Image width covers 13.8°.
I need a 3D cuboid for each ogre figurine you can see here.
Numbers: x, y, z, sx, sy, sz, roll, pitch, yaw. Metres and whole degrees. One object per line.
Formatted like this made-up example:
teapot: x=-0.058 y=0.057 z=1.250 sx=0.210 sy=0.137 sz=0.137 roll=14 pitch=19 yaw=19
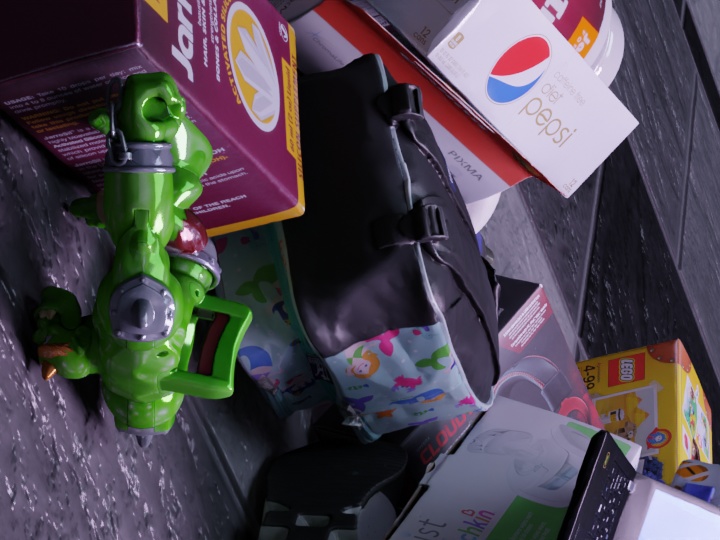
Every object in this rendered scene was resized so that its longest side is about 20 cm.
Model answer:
ogre figurine: x=-0.100 y=0.001 z=1.396 sx=0.200 sy=0.098 sz=0.120 roll=133 pitch=-37 yaw=-57

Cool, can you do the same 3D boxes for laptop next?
laptop: x=0.151 y=0.195 z=1.536 sx=0.200 sy=0.103 sz=0.178 roll=49 pitch=59 yaw=-72

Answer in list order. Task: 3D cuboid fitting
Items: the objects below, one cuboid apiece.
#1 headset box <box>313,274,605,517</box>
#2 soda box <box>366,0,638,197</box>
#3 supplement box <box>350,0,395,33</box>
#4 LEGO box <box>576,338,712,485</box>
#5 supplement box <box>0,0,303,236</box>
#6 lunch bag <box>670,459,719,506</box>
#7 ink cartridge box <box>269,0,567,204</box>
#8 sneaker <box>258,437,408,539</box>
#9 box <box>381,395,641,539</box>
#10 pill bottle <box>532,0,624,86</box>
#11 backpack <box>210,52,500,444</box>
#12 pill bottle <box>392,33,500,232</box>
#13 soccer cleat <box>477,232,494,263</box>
headset box: x=0.067 y=0.108 z=1.773 sx=0.149 sy=0.075 sz=0.200 roll=-47 pitch=128 yaw=-30
soda box: x=0.079 y=-0.118 z=1.650 sx=0.068 sy=0.064 sz=0.200 roll=46 pitch=4 yaw=34
supplement box: x=-0.037 y=-0.223 z=1.785 sx=0.200 sy=0.085 sz=0.111 roll=41 pitch=38 yaw=-61
LEGO box: x=0.155 y=0.156 z=1.983 sx=0.200 sy=0.148 sz=0.077 roll=-85 pitch=154 yaw=-47
supplement box: x=-0.106 y=-0.105 z=1.463 sx=0.200 sy=0.085 sz=0.111 roll=45 pitch=37 yaw=-58
lunch bag: x=0.201 y=0.217 z=1.783 sx=0.200 sy=0.075 sz=0.161 roll=-59 pitch=147 yaw=-45
ink cartridge box: x=0.020 y=-0.096 z=1.675 sx=0.162 sy=0.057 sz=0.200 roll=41 pitch=5 yaw=-19
sneaker: x=-0.020 y=0.158 z=1.602 sx=0.200 sy=0.074 sz=0.089 roll=-59 pitch=149 yaw=-63
box: x=0.065 y=0.193 z=1.615 sx=0.200 sy=0.096 sz=0.177 roll=-45 pitch=151 yaw=-59
pill bottle: x=0.080 y=-0.167 z=1.760 sx=0.200 sy=0.113 sz=0.113 roll=35 pitch=44 yaw=-55
backpack: x=0.000 y=0.000 z=1.618 sx=0.200 sy=0.150 sz=0.178 roll=47 pitch=27 yaw=-61
pill bottle: x=0.046 y=-0.102 z=1.900 sx=0.200 sy=0.116 sz=0.117 roll=-69 pitch=141 yaw=-60
soccer cleat: x=0.031 y=0.029 z=1.877 sx=0.084 sy=0.065 sz=0.200 roll=36 pitch=38 yaw=-17
